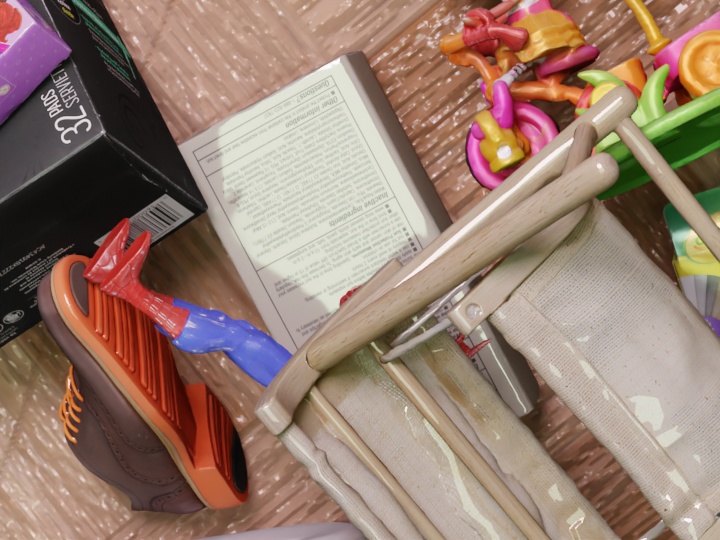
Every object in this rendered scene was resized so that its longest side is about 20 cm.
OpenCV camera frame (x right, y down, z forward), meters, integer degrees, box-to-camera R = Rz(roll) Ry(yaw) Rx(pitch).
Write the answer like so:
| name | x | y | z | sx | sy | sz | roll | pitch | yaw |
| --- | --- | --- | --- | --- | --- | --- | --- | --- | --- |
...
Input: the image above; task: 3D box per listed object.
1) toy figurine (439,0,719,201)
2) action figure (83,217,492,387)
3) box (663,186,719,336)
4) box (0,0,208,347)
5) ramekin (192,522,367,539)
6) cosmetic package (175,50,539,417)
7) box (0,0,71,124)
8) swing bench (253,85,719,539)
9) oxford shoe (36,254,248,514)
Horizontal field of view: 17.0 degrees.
| name | x | y | z | sx | sy | sz | roll | pitch | yaw |
| --- | --- | --- | --- | --- | --- | --- | --- | --- | --- |
| toy figurine | 0.097 | -0.132 | 1.166 | 0.199 | 0.150 | 0.185 | -26 | 82 | 3 |
| action figure | -0.022 | 0.027 | 1.145 | 0.200 | 0.065 | 0.099 | 40 | 87 | -21 |
| box | 0.231 | 0.044 | 1.210 | 0.117 | 0.048 | 0.201 | -16 | 97 | 9 |
| box | -0.194 | -0.087 | 1.169 | 0.148 | 0.124 | 0.200 | -33 | 66 | 8 |
| ramekin | -0.076 | 0.187 | 1.193 | 0.199 | 0.200 | 0.098 | -10 | 88 | 8 |
| cosmetic package | 0.000 | 0.000 | 1.218 | 0.103 | 0.073 | 0.201 | -27 | 94 | 10 |
| box | -0.242 | -0.119 | 1.106 | 0.137 | 0.039 | 0.200 | -45 | 63 | 3 |
| swing bench | 0.095 | 0.065 | 1.064 | 0.200 | 0.130 | 0.199 | -37 | 98 | 20 |
| oxford shoe | -0.122 | 0.067 | 1.195 | 0.072 | 0.071 | 0.200 | -17 | 138 | 12 |
